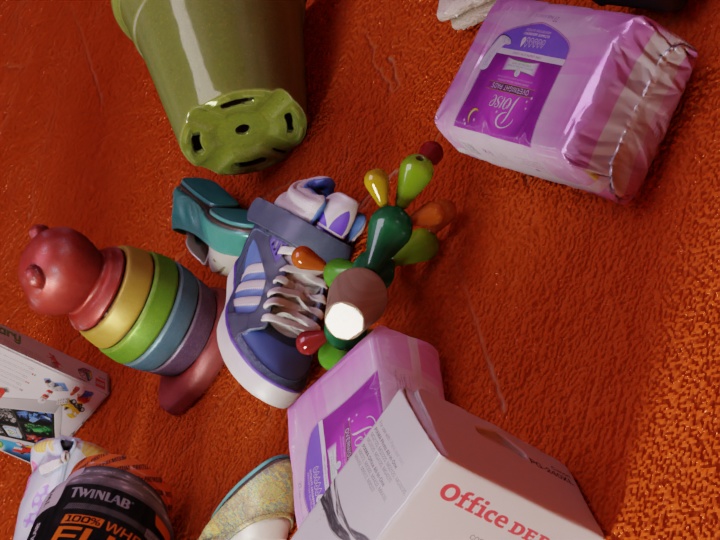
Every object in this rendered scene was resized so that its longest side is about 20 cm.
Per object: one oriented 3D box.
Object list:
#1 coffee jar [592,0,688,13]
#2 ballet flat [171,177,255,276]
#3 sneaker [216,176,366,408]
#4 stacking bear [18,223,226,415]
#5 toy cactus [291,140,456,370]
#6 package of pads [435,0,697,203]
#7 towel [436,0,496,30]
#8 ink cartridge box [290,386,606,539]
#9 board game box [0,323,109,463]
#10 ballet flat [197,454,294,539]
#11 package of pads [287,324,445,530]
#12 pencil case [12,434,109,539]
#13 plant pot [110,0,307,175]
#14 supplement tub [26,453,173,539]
[{"bbox_3d":[0.226,-0.284,1.374,0.104,0.085,0.201,20,83,58],"label":"coffee jar"},{"bbox_3d":[-0.126,-0.033,1.771,0.200,0.067,0.071,-148,62,-61],"label":"ballet flat"},{"bbox_3d":[-0.051,0.003,1.585,0.147,0.080,0.201,-52,25,26],"label":"sneaker"},{"bbox_3d":[-0.219,0.027,1.713,0.114,0.199,0.122,-38,37,37],"label":"stacking bear"},{"bbox_3d":[0.000,0.000,1.458,0.200,0.102,0.165,-54,2,24],"label":"toy cactus"},{"bbox_3d":[0.145,-0.126,1.366,0.121,0.075,0.200,-62,29,-2],"label":"package of pads"},{"bbox_3d":[0.143,-0.280,1.560,0.199,0.034,0.133,-15,55,52],"label":"towel"},{"bbox_3d":[0.037,0.195,1.214,0.200,0.145,0.083,-54,29,14],"label":"ink cartridge box"},{"bbox_3d":[-0.367,0.113,1.880,0.126,0.199,0.035,-46,32,27],"label":"board game box"},{"bbox_3d":[-0.101,0.228,1.508,0.200,0.070,0.071,-45,33,27],"label":"ballet flat"},{"bbox_3d":[0.010,0.148,1.371,0.121,0.075,0.201,-45,33,30],"label":"package of pads"},{"bbox_3d":[-0.282,0.254,1.746,0.091,0.083,0.201,123,159,-60],"label":"pencil case"},{"bbox_3d":[-0.125,-0.199,1.800,0.200,0.199,0.191,-41,49,34],"label":"plant pot"},{"bbox_3d":[-0.230,0.260,1.596,0.122,0.122,0.201,-37,25,38],"label":"supplement tub"}]
